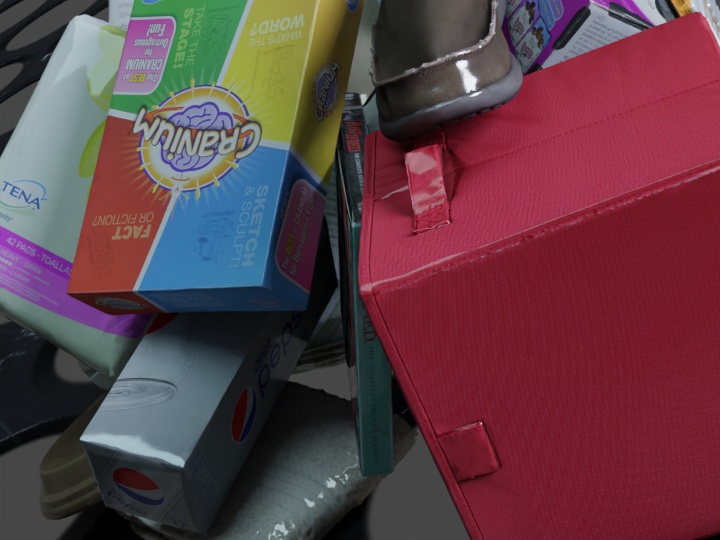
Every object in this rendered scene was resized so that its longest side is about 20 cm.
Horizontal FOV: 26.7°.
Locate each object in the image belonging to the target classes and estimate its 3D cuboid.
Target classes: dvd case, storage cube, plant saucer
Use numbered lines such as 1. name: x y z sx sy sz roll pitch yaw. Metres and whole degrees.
1. dvd case: 0.000 0.000 0.857 0.022 0.148 0.200 -4 24 -4
2. storage cube: 0.112 0.011 0.704 0.178 0.202 0.171 -19 25 11
3. plant saucer: -0.135 0.086 0.993 0.199 0.030 0.200 -36 12 8

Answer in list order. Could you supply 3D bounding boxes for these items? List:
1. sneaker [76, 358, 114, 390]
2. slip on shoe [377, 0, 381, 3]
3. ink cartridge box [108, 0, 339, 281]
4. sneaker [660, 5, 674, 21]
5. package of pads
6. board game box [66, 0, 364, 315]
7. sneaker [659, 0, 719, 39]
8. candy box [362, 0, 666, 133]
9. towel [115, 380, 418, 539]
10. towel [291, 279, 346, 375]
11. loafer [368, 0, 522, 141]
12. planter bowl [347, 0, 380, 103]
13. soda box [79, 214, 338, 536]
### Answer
1. sneaker: -0.128 0.010 1.142 0.199 0.077 0.081 -30 14 -1
2. slip on shoe: 0.088 -0.166 1.051 0.061 0.199 0.075 -14 46 49
3. ink cartridge box: -0.093 -0.089 1.037 0.144 0.203 0.084 -3 -6 24
4. sneaker: 0.117 -0.080 0.910 0.116 0.075 0.200 -65 11 -22
5. package of pads: -0.159 -0.048 0.968 0.153 0.068 0.202 25 86 24
6. board game box: -0.081 -0.077 0.860 0.152 0.040 0.202 -3 69 37
7. sneaker: 0.184 -0.144 0.934 0.076 0.200 0.079 -13 58 21
8. candy box: 0.080 -0.107 0.855 0.200 0.060 0.137 -50 32 35
9. towel: -0.066 0.117 0.903 0.132 0.035 0.199 -43 27 -24
10. towel: 0.031 0.011 1.011 0.198 0.031 0.150 -16 26 36
11. loafer: 0.032 -0.126 0.739 0.072 0.072 0.201 -19 26 11
12. planter bowl: 0.009 -0.129 1.127 0.198 0.200 0.136 -20 51 22
13. soda box: -0.083 0.050 0.883 0.067 0.064 0.201 12 49 20
